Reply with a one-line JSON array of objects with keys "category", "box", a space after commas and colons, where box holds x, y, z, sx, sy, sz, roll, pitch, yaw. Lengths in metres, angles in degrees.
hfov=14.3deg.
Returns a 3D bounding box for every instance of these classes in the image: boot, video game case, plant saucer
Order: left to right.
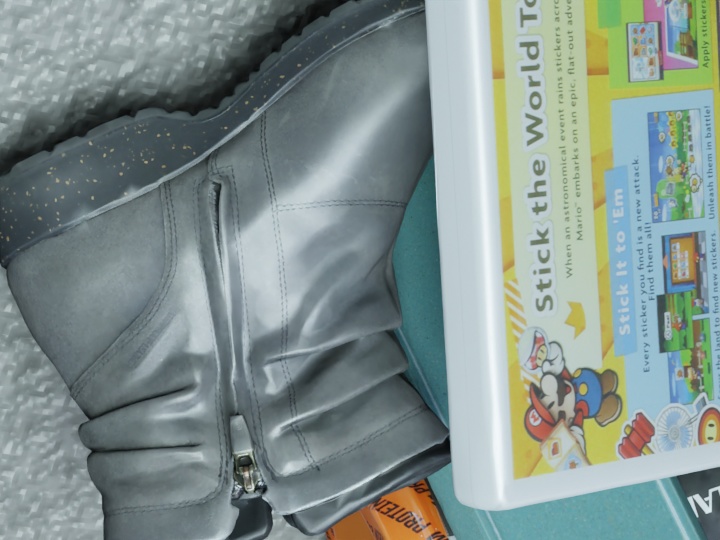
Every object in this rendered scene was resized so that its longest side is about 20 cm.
[{"category": "boot", "box": [0.000, 0.000, 0.826, 0.200, 0.132, 0.070, -27, 169, 5]}, {"category": "plant saucer", "box": [0.046, 0.035, 0.854, 0.070, 0.200, 0.019, -23, 166, -11]}, {"category": "video game case", "box": [0.092, -0.044, 0.806, 0.182, 0.023, 0.200, -7, 96, -40]}]

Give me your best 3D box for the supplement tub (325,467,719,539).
[{"category": "supplement tub", "box": [0.096, 0.071, 0.922, 0.200, 0.123, 0.123, -19, 124, -14]}]
